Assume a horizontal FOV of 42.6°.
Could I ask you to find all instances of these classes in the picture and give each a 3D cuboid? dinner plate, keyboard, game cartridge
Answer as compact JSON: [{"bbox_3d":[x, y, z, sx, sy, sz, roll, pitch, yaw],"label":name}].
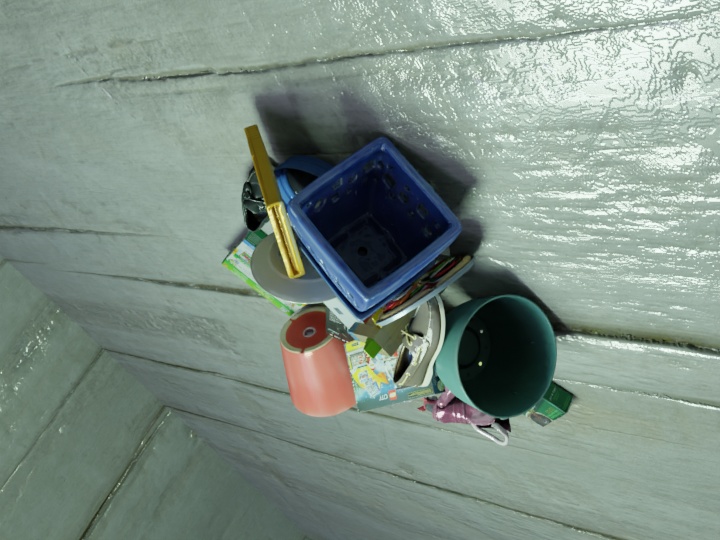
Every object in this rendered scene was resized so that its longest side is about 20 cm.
[{"bbox_3d":[-0.091,-0.021,1.573,0.197,0.201,0.025,21,136,22],"label":"dinner plate"},{"bbox_3d":[-0.037,0.077,1.787,0.056,0.011,0.200,4,145,47],"label":"keyboard"},{"bbox_3d":[-0.144,-0.116,1.515,0.178,0.032,0.202,77,173,-49],"label":"game cartridge"}]

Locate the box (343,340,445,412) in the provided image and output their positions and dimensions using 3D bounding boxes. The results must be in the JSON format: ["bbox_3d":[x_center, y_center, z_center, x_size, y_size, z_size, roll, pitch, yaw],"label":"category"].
[{"bbox_3d":[0.062,0.184,1.754,0.198,0.140,0.037,-20,169,41],"label":"box"}]

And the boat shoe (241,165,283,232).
[{"bbox_3d":[-0.191,-0.133,1.725,0.074,0.067,0.200,33,155,-1],"label":"boat shoe"}]

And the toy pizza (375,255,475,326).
[{"bbox_3d":[0.102,0.025,1.526,0.032,0.199,0.200,56,152,-2],"label":"toy pizza"}]

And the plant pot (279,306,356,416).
[{"bbox_3d":[-0.088,0.193,2.053,0.197,0.201,0.179,13,139,35],"label":"plant pot"}]

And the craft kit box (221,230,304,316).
[{"bbox_3d":[-0.190,0.006,1.996,0.199,0.049,0.197,38,152,-10],"label":"craft kit box"}]

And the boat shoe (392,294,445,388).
[{"bbox_3d":[0.098,0.123,1.570,0.058,0.073,0.203,-4,133,-17],"label":"boat shoe"}]

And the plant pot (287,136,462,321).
[{"bbox_3d":[0.014,-0.052,1.440,0.201,0.199,0.180,50,163,12],"label":"plant pot"}]

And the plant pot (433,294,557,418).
[{"bbox_3d":[0.215,0.140,1.599,0.200,0.202,0.160,41,167,-18],"label":"plant pot"}]

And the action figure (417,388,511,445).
[{"bbox_3d":[0.203,0.277,1.789,0.195,0.151,0.135,-2,138,18],"label":"action figure"}]

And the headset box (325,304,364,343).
[{"bbox_3d":[0.009,0.084,1.851,0.146,0.078,0.201,22,154,8],"label":"headset box"}]

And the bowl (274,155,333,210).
[{"bbox_3d":[-0.067,-0.124,1.629,0.198,0.040,0.202,27,153,14],"label":"bowl"}]

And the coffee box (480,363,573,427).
[{"bbox_3d":[0.304,0.225,1.805,0.198,0.044,0.123,33,155,0],"label":"coffee box"}]

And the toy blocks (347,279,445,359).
[{"bbox_3d":[0.058,0.076,1.688,0.100,0.201,0.136,45,166,-18],"label":"toy blocks"}]

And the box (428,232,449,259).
[{"bbox_3d":[0.063,-0.024,1.584,0.197,0.040,0.041,-16,164,40],"label":"box"}]

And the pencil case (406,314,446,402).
[{"bbox_3d":[0.130,0.171,1.772,0.200,0.083,0.086,-45,70,31],"label":"pencil case"}]
